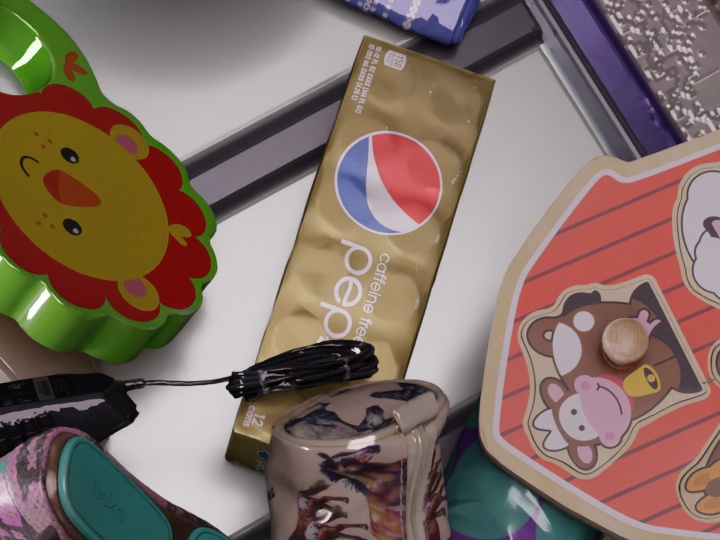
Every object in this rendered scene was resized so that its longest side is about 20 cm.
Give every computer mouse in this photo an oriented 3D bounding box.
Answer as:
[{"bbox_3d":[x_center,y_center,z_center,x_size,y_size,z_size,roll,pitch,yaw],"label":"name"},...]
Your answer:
[{"bbox_3d":[-0.088,0.060,1.063,0.199,0.059,0.034,-8,99,-7],"label":"computer mouse"}]

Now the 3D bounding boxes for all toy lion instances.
[{"bbox_3d":[-0.154,-0.052,1.112,0.191,0.069,0.201,16,43,-32],"label":"toy lion"}]

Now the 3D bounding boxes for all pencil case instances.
[{"bbox_3d":[0.008,0.145,1.052,0.078,0.089,0.201,-18,108,-46],"label":"pencil case"},{"bbox_3d":[0.101,0.059,1.125,0.092,0.085,0.201,36,71,-29],"label":"pencil case"}]

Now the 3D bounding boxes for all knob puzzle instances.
[{"bbox_3d":[0.143,0.034,1.068,0.218,0.030,0.221,0,70,1],"label":"knob puzzle"}]

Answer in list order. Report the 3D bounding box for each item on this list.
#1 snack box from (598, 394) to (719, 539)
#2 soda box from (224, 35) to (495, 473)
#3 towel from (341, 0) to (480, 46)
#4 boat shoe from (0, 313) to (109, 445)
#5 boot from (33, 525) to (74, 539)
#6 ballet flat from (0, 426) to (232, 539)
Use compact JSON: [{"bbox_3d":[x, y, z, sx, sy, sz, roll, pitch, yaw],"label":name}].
[{"bbox_3d":[0.161,0.125,1.107,0.116,0.037,0.201,43,68,-36],"label":"snack box"},{"bbox_3d":[0.000,0.000,1.141,0.067,0.064,0.201,18,73,-2],"label":"soda box"},{"bbox_3d":[-0.014,-0.208,1.224,0.199,0.024,0.145,24,74,2],"label":"towel"},{"bbox_3d":[-0.194,0.016,1.127,0.200,0.073,0.063,47,117,1],"label":"boat shoe"},{"bbox_3d":[-0.072,0.203,1.012,0.200,0.174,0.069,38,58,5],"label":"boot"},{"bbox_3d":[-0.098,0.132,1.066,0.071,0.200,0.069,-14,50,31],"label":"ballet flat"}]
